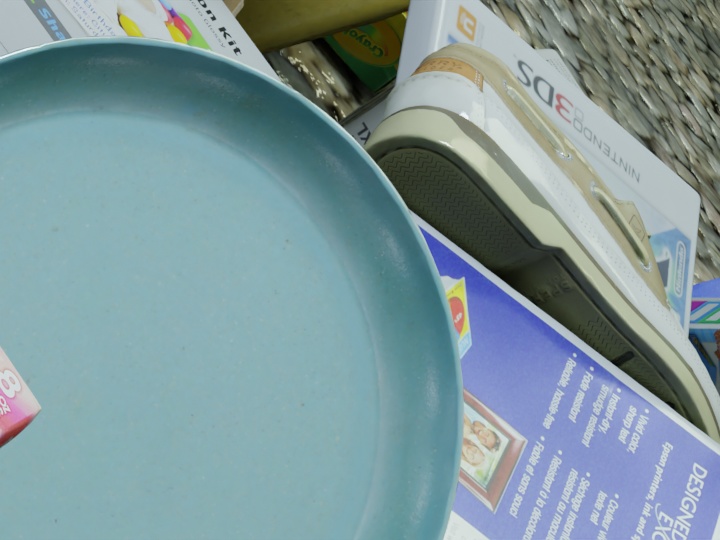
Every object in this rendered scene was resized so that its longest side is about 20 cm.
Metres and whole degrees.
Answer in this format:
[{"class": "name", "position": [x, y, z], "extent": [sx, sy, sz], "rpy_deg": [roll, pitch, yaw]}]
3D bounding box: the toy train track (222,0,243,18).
[{"class": "toy train track", "position": [-0.047, -0.155, 0.833], "extent": [0.115, 0.200, 0.033], "rpy_deg": [42, 8, 36]}]

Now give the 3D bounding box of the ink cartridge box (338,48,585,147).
[{"class": "ink cartridge box", "position": [0.078, -0.032, 1.074], "extent": [0.145, 0.084, 0.200], "rpy_deg": [58, 20, 6]}]

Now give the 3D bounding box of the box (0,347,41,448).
[{"class": "box", "position": [-0.177, -0.015, 0.469], "extent": [0.200, 0.095, 0.103], "rpy_deg": [55, 20, 0]}]

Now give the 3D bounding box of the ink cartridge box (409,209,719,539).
[{"class": "ink cartridge box", "position": [0.046, 0.104, 0.692], "extent": [0.200, 0.047, 0.198], "rpy_deg": [38, 46, -12]}]

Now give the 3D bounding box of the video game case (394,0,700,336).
[{"class": "video game case", "position": [0.070, 0.012, 0.836], "extent": [0.182, 0.022, 0.200], "rpy_deg": [35, 52, -37]}]

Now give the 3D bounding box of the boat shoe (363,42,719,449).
[{"class": "boat shoe", "position": [0.079, 0.003, 0.775], "extent": [0.200, 0.075, 0.068], "rpy_deg": [53, 43, -27]}]

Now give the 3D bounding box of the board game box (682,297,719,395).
[{"class": "board game box", "position": [0.182, 0.109, 0.935], "extent": [0.034, 0.134, 0.200], "rpy_deg": [-28, 107, -36]}]

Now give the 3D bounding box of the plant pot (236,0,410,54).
[{"class": "plant pot", "position": [0.003, -0.215, 0.932], "extent": [0.194, 0.200, 0.196], "rpy_deg": [-68, 147, -68]}]

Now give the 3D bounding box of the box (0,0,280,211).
[{"class": "box", "position": [-0.112, -0.095, 0.694], "extent": [0.156, 0.041, 0.200], "rpy_deg": [54, 19, 0]}]

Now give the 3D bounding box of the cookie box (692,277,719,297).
[{"class": "cookie box", "position": [0.230, 0.122, 1.124], "extent": [0.200, 0.075, 0.171], "rpy_deg": [37, 45, -37]}]

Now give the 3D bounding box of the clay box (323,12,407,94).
[{"class": "clay box", "position": [-0.021, -0.178, 1.137], "extent": [0.200, 0.048, 0.115], "rpy_deg": [48, 20, -18]}]

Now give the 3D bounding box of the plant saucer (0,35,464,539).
[{"class": "plant saucer", "position": [-0.064, 0.037, 0.584], "extent": [0.200, 0.027, 0.201], "rpy_deg": [3, 83, -27]}]
